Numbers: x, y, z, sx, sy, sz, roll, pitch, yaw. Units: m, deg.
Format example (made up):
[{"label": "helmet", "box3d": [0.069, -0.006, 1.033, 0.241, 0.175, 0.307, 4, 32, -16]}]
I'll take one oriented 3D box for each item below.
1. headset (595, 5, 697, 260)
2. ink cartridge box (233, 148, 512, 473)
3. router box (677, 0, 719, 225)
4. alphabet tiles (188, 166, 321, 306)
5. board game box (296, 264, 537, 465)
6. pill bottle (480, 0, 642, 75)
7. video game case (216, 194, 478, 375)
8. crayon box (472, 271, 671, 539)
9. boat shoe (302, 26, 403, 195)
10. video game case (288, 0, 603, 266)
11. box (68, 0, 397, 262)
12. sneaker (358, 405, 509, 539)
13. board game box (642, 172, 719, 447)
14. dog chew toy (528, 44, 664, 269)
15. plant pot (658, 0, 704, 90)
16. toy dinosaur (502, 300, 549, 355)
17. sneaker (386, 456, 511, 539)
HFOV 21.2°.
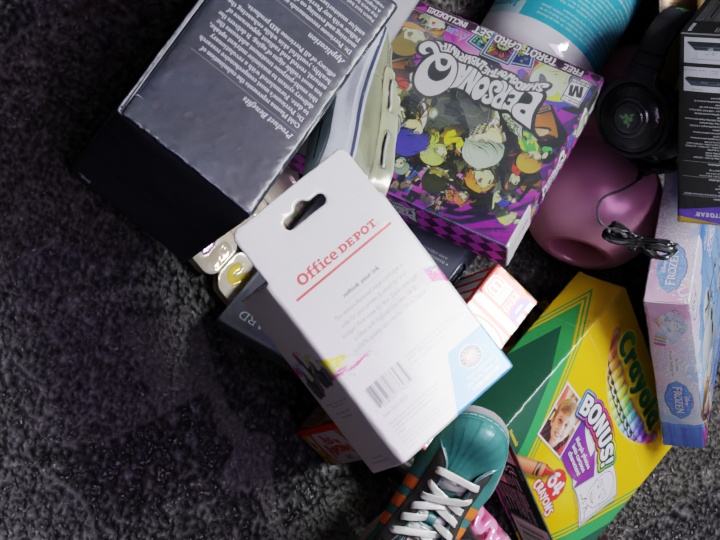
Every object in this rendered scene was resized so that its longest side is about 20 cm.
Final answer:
[{"label": "headset", "box3d": [0.249, -0.113, 1.569, 0.123, 0.093, 0.202, 23, 89, -63]}, {"label": "ink cartridge box", "box3d": [-0.001, 0.029, 1.374, 0.115, 0.068, 0.201, -38, 93, -23]}, {"label": "router box", "box3d": [0.306, -0.145, 1.570, 0.200, 0.052, 0.159, -45, 136, -58]}, {"label": "alphabet tiles", "box3d": [-0.060, -0.062, 1.563, 0.200, 0.015, 0.196, -48, 116, -21]}, {"label": "board game box", "box3d": [0.041, 0.079, 1.524, 0.046, 0.200, 0.152, 43, 68, -10]}, {"label": "pill bottle", "box3d": [0.171, -0.217, 1.649, 0.111, 0.110, 0.201, 41, 70, -28]}, {"label": "video game case", "box3d": [0.000, 0.000, 1.522, 0.200, 0.142, 0.019, -51, 151, -19]}, {"label": "crayon box", "box3d": [0.186, 0.134, 1.674, 0.173, 0.058, 0.201, -46, 134, -22]}, {"label": "boat shoe", "box3d": [0.001, -0.120, 1.477, 0.062, 0.072, 0.201, 27, 43, -14]}, {"label": "video game case", "box3d": [0.069, -0.119, 1.540, 0.182, 0.199, 0.036, -58, 164, -25]}, {"label": "box", "box3d": [-0.098, -0.133, 1.411, 0.124, 0.200, 0.197, 39, 72, -9]}, {"label": "sneaker", "box3d": [0.052, 0.193, 1.463, 0.071, 0.201, 0.080, 27, 32, -6]}, {"label": "board game box", "box3d": [0.289, 0.015, 1.681, 0.200, 0.043, 0.201, 71, 27, -47]}, {"label": "dog chew toy", "box3d": [0.216, -0.106, 1.684, 0.124, 0.124, 0.202, 29, 69, -31]}, {"label": "plant pot", "box3d": [0.289, -0.229, 1.702, 0.200, 0.027, 0.202, 0, 90, -73]}, {"label": "toy dinosaur", "box3d": [0.132, 0.086, 1.669, 0.200, 0.060, 0.107, -41, 114, -25]}, {"label": "sneaker", "box3d": [0.056, 0.214, 1.626, 0.095, 0.079, 0.200, -39, 109, -3]}]
